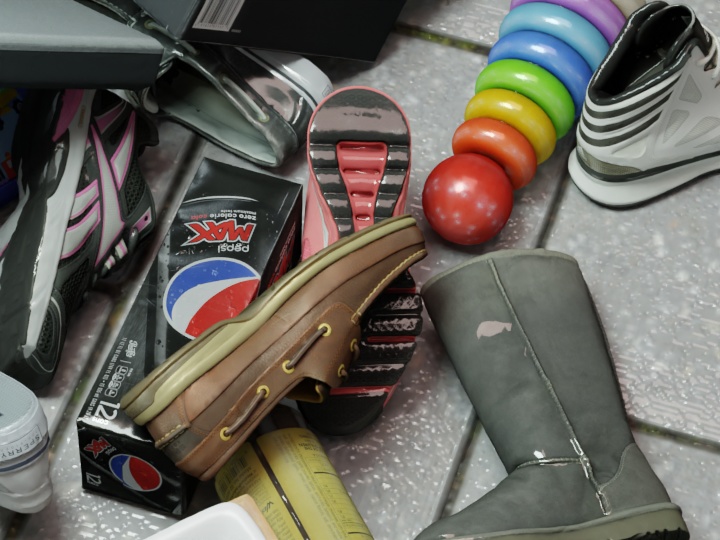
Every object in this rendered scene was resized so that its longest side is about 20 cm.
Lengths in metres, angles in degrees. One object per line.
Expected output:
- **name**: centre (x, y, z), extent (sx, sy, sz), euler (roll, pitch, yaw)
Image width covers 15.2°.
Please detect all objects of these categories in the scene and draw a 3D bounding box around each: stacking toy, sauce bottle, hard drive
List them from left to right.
- **hard drive**: centre (-0.226, -0.137, 1.503), extent (0.140, 0.033, 0.200), euler (27, 18, 33)
- **sauce bottle**: centre (-0.017, 0.163, 1.429), extent (0.065, 0.065, 0.200), euler (-19, 56, -15)
- **stacking toy**: centre (0.099, -0.096, 1.626), extent (0.085, 0.085, 0.200), euler (22, 62, 15)

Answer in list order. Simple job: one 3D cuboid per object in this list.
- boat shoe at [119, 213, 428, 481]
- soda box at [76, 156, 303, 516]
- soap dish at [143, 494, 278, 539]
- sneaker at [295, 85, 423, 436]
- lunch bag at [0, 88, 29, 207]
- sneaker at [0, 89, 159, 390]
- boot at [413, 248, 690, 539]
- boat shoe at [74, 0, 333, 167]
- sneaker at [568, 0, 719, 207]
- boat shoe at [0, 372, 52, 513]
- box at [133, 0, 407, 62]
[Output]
- **boat shoe**: centre (-0.036, 0.041, 1.452), extent (0.200, 0.072, 0.068), euler (-36, 89, -28)
- **soda box**: centre (-0.093, 0.035, 1.520), extent (0.063, 0.071, 0.200), euler (16, 54, 9)
- **soap dish**: centre (-0.107, 0.223, 1.364), extent (0.200, 0.081, 0.157), euler (-26, 57, -14)
- **sneaker**: centre (0.000, 0.000, 1.553), extent (0.074, 0.087, 0.200), euler (5, 77, 0)
- **lunch bag**: centre (-0.283, -0.090, 1.610), extent (0.151, 0.094, 0.200), euler (-34, 70, -27)
- **sneaker**: centre (-0.159, -0.023, 1.562), extent (0.086, 0.080, 0.200), euler (23, 65, -26)
- **boot**: centre (0.075, 0.081, 1.486), extent (0.182, 0.073, 0.200), euler (-6, 58, -26)
- **boat shoe**: centre (-0.114, -0.129, 1.643), extent (0.200, 0.072, 0.071), euler (26, 52, 15)
- **sneaker**: centre (0.219, -0.117, 1.614), extent (0.200, 0.115, 0.076), euler (-24, 57, -19)
- **boat shoe**: centre (-0.233, 0.075, 1.489), extent (0.074, 0.067, 0.200), euler (-24, 34, -21)
- **box**: centre (-0.077, -0.199, 1.626), extent (0.141, 0.079, 0.200), euler (38, 20, 28)
